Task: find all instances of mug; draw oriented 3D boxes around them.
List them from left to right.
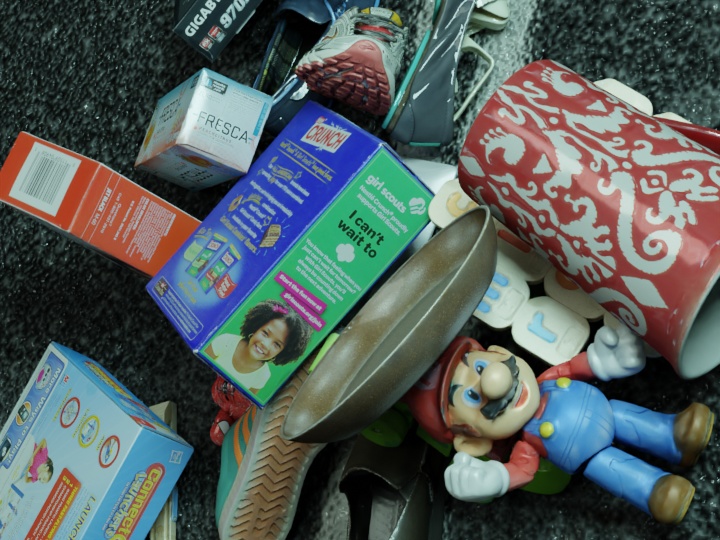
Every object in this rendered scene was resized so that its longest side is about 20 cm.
[{"bbox_3d":[0.181,-0.041,1.072,0.200,0.177,0.134,37,111,27],"label":"mug"}]

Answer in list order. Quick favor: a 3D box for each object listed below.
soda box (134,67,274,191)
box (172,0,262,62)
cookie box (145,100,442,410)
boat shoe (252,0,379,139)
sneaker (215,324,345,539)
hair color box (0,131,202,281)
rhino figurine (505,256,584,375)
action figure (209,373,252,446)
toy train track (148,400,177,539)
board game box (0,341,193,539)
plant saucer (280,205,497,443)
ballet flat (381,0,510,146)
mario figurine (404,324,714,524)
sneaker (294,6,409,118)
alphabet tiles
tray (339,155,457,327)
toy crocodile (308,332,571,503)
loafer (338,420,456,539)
[{"bbox_3d":[-0.133,-0.113,1.350,0.069,0.063,0.200,-70,16,-7],"label":"soda box"},{"bbox_3d":[-0.095,-0.269,1.395,0.159,0.046,0.200,-49,16,12],"label":"box"},{"bbox_3d":[-0.054,-0.018,1.221,0.200,0.075,0.171,-49,25,-1],"label":"cookie box"},{"bbox_3d":[-0.036,-0.208,1.373,0.084,0.069,0.201,6,75,39],"label":"boat shoe"},{"bbox_3d":[-0.065,0.119,1.245,0.200,0.071,0.080,-63,29,15],"label":"sneaker"},{"bbox_3d":[-0.190,-0.035,1.334,0.111,0.200,0.064,22,84,41],"label":"hair color box"},{"bbox_3d":[0.126,-0.001,1.168,0.087,0.060,0.201,-7,68,15],"label":"rhino figurine"},{"bbox_3d":[-0.089,0.045,1.327,0.065,0.052,0.201,4,76,33],"label":"action figure"},{"bbox_3d":[-0.169,0.202,1.331,0.114,0.033,0.201,-18,61,31],"label":"toy train track"},{"bbox_3d":[-0.248,0.187,1.357,0.196,0.056,0.200,31,92,53],"label":"board game box"},{"bbox_3d":[0.025,0.041,1.061,0.200,0.032,0.200,-48,7,8],"label":"plant saucer"},{"bbox_3d":[0.078,-0.187,1.285,0.073,0.073,0.201,11,77,40],"label":"ballet flat"},{"bbox_3d":[0.123,0.093,1.048,0.199,0.124,0.106,18,121,6],"label":"mario figurine"},{"bbox_3d":[-0.003,-0.170,1.264,0.200,0.078,0.082,-129,62,-82],"label":"sneaker"},{"bbox_3d":[0.155,-0.034,1.135,0.195,0.015,0.200,32,79,16],"label":"alphabet tiles"},{"bbox_3d":[0.000,0.000,1.280,0.107,0.022,0.201,16,82,49],"label":"tray"},{"bbox_3d":[0.057,0.100,1.142,0.200,0.062,0.068,29,60,12],"label":"toy crocodile"},{"bbox_3d":[0.024,0.143,1.180,0.073,0.071,0.201,-14,63,33],"label":"loafer"}]
